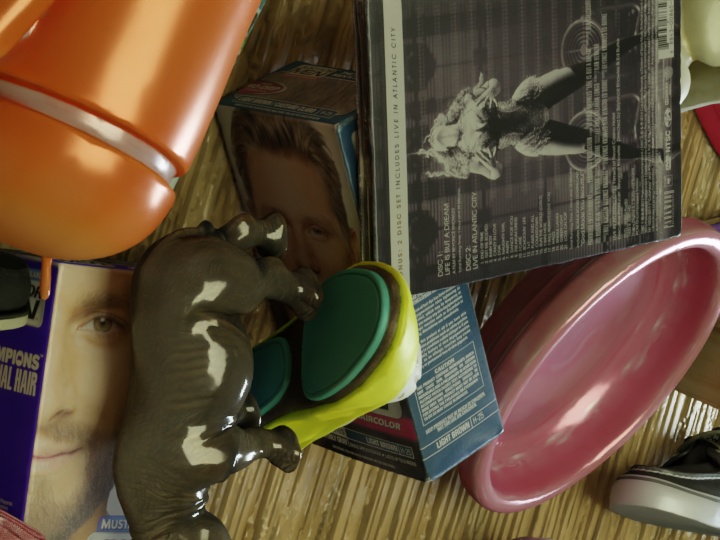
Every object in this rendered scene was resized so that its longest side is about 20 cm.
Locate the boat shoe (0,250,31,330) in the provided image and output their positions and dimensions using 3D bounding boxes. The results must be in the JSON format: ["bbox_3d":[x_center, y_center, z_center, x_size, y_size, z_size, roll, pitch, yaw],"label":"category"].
[{"bbox_3d":[-0.218,-0.019,0.989,0.201,0.074,0.063,19,92,-40],"label":"boat shoe"}]

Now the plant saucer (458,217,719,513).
[{"bbox_3d":[0.122,0.045,1.304,0.200,0.051,0.201,-36,152,-23],"label":"plant saucer"}]

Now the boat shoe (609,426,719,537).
[{"bbox_3d":[0.224,0.131,1.459,0.200,0.070,0.067,15,79,-45],"label":"boat shoe"}]

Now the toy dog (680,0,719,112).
[{"bbox_3d":[0.116,-0.136,1.256,0.200,0.139,0.195,-12,99,-42],"label":"toy dog"}]

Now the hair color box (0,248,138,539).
[{"bbox_3d":[-0.131,0.095,1.105,0.109,0.065,0.201,6,92,-44],"label":"hair color box"}]

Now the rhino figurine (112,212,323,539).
[{"bbox_3d":[-0.074,0.072,1.070,0.087,0.060,0.201,2,98,-42],"label":"rhino figurine"}]

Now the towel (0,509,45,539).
[{"bbox_3d":[-0.238,0.173,1.001,0.144,0.023,0.200,29,81,-21],"label":"towel"}]

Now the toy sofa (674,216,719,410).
[{"bbox_3d":[0.264,0.014,1.452,0.200,0.083,0.098,-12,118,-43],"label":"toy sofa"}]

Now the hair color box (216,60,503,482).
[{"bbox_3d":[0.000,0.000,1.189,0.060,0.100,0.201,-31,117,-33],"label":"hair color box"}]

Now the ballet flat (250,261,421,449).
[{"bbox_3d":[-0.010,0.047,1.127,0.067,0.200,0.067,13,64,-27],"label":"ballet flat"}]

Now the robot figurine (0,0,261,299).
[{"bbox_3d":[-0.112,-0.092,0.966,0.116,0.144,0.201,24,81,-15],"label":"robot figurine"}]

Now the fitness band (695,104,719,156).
[{"bbox_3d":[0.259,-0.141,1.467,0.144,0.037,0.200,-53,130,-28],"label":"fitness band"}]

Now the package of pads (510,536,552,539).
[{"bbox_3d":[0.044,0.232,1.292,0.200,0.076,0.121,-17,110,-42],"label":"package of pads"}]

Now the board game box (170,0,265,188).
[{"bbox_3d":[-0.119,-0.140,1.073,0.147,0.064,0.200,38,70,-42],"label":"board game box"}]

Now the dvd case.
[{"bbox_3d":[0.082,-0.073,1.158,0.200,0.016,0.149,-12,108,-34],"label":"dvd case"}]
